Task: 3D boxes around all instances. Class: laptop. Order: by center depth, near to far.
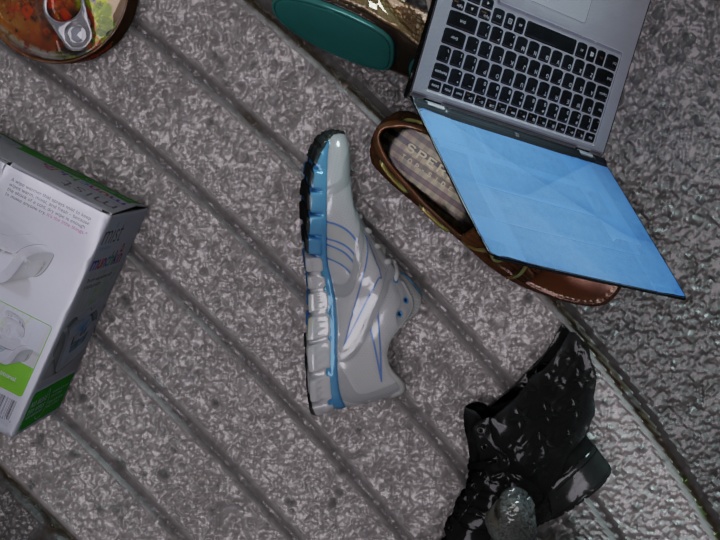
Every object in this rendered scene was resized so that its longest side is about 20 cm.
[{"bbox_3d":[0.136,-0.104,0.751,0.186,0.116,0.202,11,99,-40],"label":"laptop"}]

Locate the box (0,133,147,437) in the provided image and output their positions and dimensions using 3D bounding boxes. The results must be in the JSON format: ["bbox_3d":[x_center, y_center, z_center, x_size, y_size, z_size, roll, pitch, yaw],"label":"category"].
[{"bbox_3d":[-0.285,-0.010,0.863,0.199,0.097,0.178,26,98,3],"label":"box"}]

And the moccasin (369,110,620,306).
[{"bbox_3d":[0.095,-0.043,0.827,0.201,0.078,0.074,40,99,1],"label":"moccasin"}]

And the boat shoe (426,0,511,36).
[{"bbox_3d":[0.086,-0.241,0.790,0.071,0.060,0.202,11,80,-5],"label":"boat shoe"}]

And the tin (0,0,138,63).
[{"bbox_3d":[-0.231,-0.246,0.863,0.111,0.042,0.201,-22,93,12],"label":"tin"}]

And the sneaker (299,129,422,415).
[{"bbox_3d":[0.000,0.000,0.854,0.086,0.075,0.202,-3,101,-4],"label":"sneaker"}]

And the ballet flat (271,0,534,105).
[{"bbox_3d":[0.036,-0.166,0.837,0.199,0.071,0.066,26,72,0],"label":"ballet flat"}]

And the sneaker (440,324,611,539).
[{"bbox_3d":[0.097,0.138,0.858,0.199,0.060,0.105,-35,93,3],"label":"sneaker"}]

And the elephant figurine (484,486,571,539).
[{"bbox_3d":[0.144,0.245,0.819,0.141,0.155,0.201,26,108,23],"label":"elephant figurine"}]
